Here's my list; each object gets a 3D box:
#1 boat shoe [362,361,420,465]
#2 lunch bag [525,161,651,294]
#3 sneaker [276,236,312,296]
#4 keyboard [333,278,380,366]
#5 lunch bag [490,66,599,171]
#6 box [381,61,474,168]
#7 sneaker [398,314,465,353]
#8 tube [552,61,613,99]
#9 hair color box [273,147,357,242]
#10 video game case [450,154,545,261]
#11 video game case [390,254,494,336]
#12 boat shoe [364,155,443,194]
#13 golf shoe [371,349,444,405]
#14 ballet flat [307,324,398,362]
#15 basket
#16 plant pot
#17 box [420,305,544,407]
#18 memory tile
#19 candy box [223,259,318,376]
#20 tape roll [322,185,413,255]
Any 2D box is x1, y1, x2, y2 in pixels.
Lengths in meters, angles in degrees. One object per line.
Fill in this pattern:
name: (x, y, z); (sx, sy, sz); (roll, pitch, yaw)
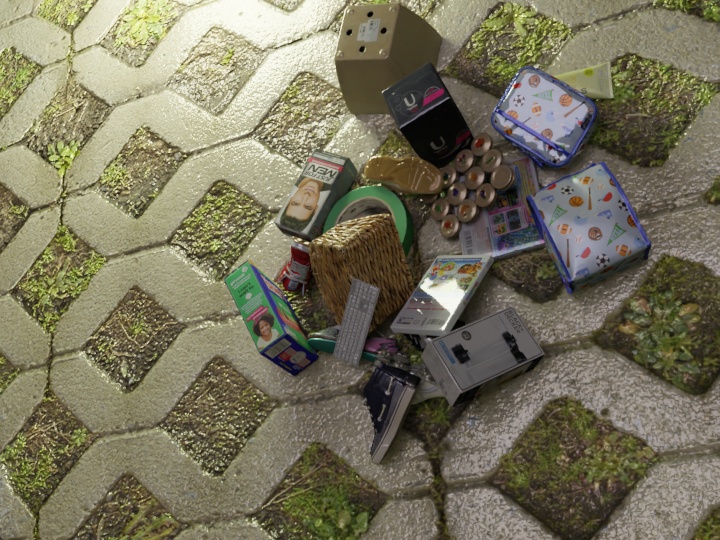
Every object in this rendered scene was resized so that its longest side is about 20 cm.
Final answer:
boat shoe: (0.040, 0.269, 1.638); (0.092, 0.075, 0.203); (27, 109, 12)
lunch bag: (0.421, -0.085, 1.594); (0.168, 0.124, 0.203); (-25, 71, 5)
sneaker: (-0.131, -0.006, 1.804); (0.070, 0.200, 0.114); (25, 88, 2)
keyboard: (-0.009, 0.104, 1.675); (0.056, 0.011, 0.202); (24, 127, 13)
lunch bag: (0.369, -0.297, 1.707); (0.199, 0.075, 0.162); (36, 98, 18)
box: (0.145, -0.313, 1.771); (0.121, 0.200, 0.107); (-30, 61, 12)
sneaker: (0.161, 0.127, 1.677); (0.199, 0.067, 0.090); (30, 61, 36)
tube: (0.415, -0.376, 1.757); (0.196, 0.059, 0.052); (-5, 30, 19)
hair color box: (-0.098, -0.164, 1.899); (0.098, 0.061, 0.202); (19, 73, 30)
video game case: (0.282, -0.120, 1.738); (0.179, 0.024, 0.204); (-16, 64, 19)
video game case: (0.159, 0.045, 1.662); (0.142, 0.018, 0.201); (-1, 44, 47)
boat shoe: (0.102, -0.199, 1.821); (0.198, 0.069, 0.075); (20, 86, 37)
golf shoe: (0.116, 0.226, 1.668); (0.197, 0.078, 0.099); (15, 113, 15)
ballet flat: (-0.011, 0.144, 1.757); (0.197, 0.069, 0.072); (11, 63, 23)
basket: (0.000, 0.000, 1.733); (0.148, 0.203, 0.142); (-35, 26, -32)
plant pot: (0.045, -0.480, 1.896); (0.197, 0.177, 0.203); (5, 73, 27)
box: (0.225, 0.155, 1.572); (0.197, 0.060, 0.118); (-18, 63, -26)
memory tile: (0.216, -0.174, 1.754); (0.200, 0.017, 0.155); (-43, 51, 24)
candy box: (-0.186, 0.101, 1.791); (0.077, 0.169, 0.201); (-35, 60, 4)
tape roll: (0.016, -0.079, 1.834); (0.197, 0.048, 0.204); (-9, 67, 22)
